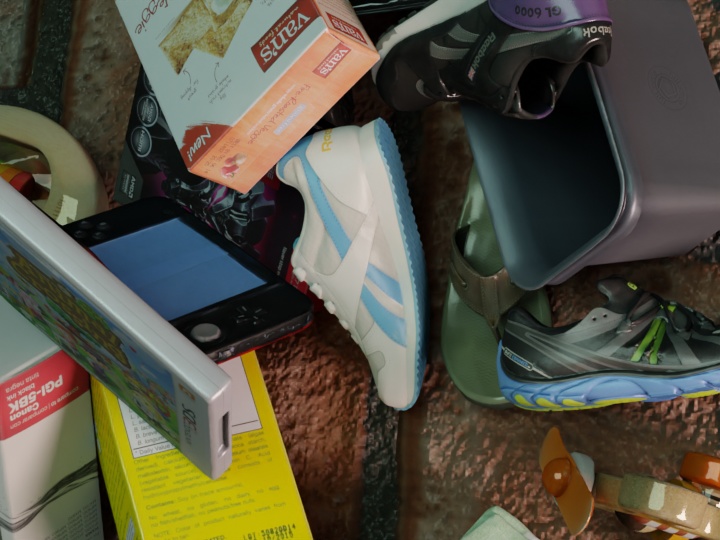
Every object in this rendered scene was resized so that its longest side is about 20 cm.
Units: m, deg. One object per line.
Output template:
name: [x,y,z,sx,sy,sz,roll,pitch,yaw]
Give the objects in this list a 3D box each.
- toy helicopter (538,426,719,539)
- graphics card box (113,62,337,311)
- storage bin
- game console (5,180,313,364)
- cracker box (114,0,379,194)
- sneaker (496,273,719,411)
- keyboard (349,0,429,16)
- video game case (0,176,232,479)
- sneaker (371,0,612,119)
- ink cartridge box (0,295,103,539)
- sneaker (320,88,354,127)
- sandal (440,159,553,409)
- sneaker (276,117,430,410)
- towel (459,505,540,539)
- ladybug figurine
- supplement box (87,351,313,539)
toy helicopter: [0.162,0.130,0.935,0.132,0.200,0.079,19,83,11]
graphics card box: [-0.086,-0.069,1.167,0.200,0.051,0.126,32,119,29]
storage bin: [0.155,-0.090,1.038,0.146,0.134,0.201,-43,54,50]
game console: [-0.150,-0.027,1.053,0.200,0.172,0.119,34,134,42]
cracker box: [-0.084,-0.169,1.063,0.134,0.058,0.200,-43,53,22]
sneaker: [0.182,0.041,1.012,0.198,0.071,0.083,-6,81,14]
keyboard: [0.021,-0.242,1.184,0.199,0.021,0.128,-7,66,4]
video game case: [-0.156,0.035,0.968,0.200,0.182,0.022,40,71,10]
sneaker: [0.074,-0.123,0.977,0.200,0.075,0.088,-32,69,54]
ink cartridge box: [-0.263,0.116,1.135,0.146,0.083,0.201,24,129,32]
sneaker: [-0.069,-0.174,1.213,0.104,0.060,0.201,-16,62,15]
sandal: [0.088,-0.006,1.090,0.079,0.057,0.202,-3,74,24]
sneaker: [0.000,0.000,1.080,0.080,0.077,0.201,-9,108,10]
towel: [0.119,0.229,0.969,0.200,0.152,0.023,30,130,28]
ladybug figurine: [-0.274,-0.057,1.266,0.199,0.072,0.136,23,86,28]
supplement box: [-0.114,0.134,1.092,0.108,0.110,0.201,-11,65,-17]
